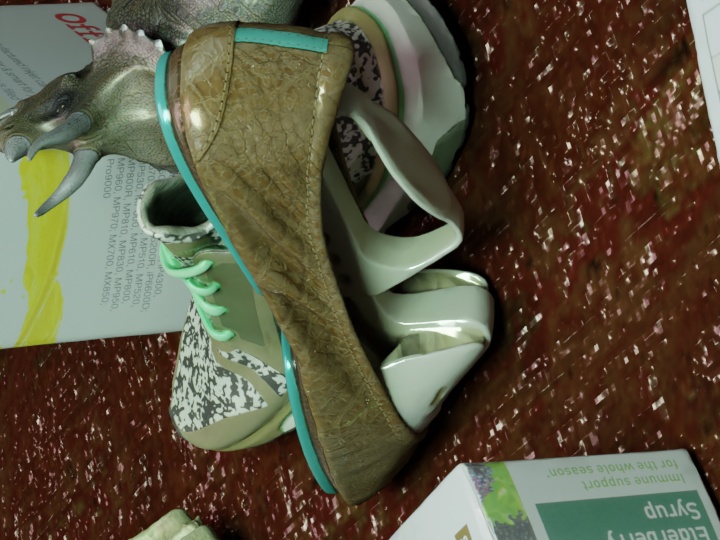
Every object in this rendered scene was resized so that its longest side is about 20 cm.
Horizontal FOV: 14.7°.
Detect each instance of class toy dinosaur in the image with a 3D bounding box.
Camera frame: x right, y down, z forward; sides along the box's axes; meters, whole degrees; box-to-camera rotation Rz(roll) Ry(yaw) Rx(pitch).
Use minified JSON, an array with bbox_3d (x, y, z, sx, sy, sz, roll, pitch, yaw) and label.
[{"bbox_3d":[-0.043,-0.104,0.948,0.200,0.077,0.102,-46,39,9],"label":"toy dinosaur"}]

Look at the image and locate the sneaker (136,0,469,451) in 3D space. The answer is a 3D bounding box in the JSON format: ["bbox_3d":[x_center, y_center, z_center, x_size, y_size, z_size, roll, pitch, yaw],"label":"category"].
[{"bbox_3d":[-0.042,-0.015,0.929,0.077,0.088,0.200,62,141,36],"label":"sneaker"}]

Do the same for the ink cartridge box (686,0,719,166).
[{"bbox_3d":[0.133,-0.116,0.671,0.162,0.057,0.201,-33,68,55],"label":"ink cartridge box"}]

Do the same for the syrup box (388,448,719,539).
[{"bbox_3d":[0.031,0.134,0.826,0.200,0.078,0.082,-53,48,47],"label":"syrup box"}]

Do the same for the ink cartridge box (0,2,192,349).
[{"bbox_3d":[-0.157,-0.035,1.018,0.145,0.199,0.084,40,128,51],"label":"ink cartridge box"}]

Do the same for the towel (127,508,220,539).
[{"bbox_3d":[-0.080,0.195,0.985,0.148,0.036,0.201,-30,59,8],"label":"towel"}]

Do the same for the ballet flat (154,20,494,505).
[{"bbox_3d":[0.000,0.000,0.858,0.068,0.072,0.201,-86,-18,-46],"label":"ballet flat"}]
